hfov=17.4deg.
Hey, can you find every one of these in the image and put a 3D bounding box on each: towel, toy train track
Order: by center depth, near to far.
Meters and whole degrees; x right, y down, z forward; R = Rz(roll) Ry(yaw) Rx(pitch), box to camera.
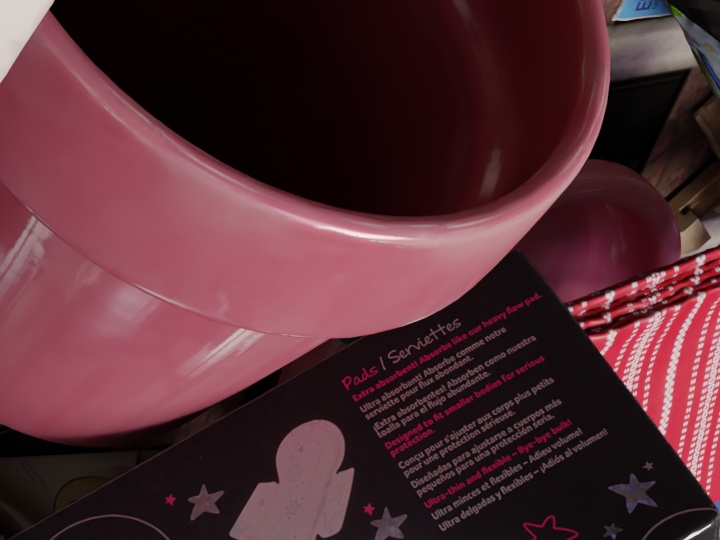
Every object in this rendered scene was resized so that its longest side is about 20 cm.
[{"bbox_3d":[0.107,0.057,0.896,0.199,0.022,0.145,-20,137,-28],"label":"towel"},{"bbox_3d":[0.214,-0.073,1.062,0.200,0.033,0.115,-42,148,3],"label":"toy train track"}]

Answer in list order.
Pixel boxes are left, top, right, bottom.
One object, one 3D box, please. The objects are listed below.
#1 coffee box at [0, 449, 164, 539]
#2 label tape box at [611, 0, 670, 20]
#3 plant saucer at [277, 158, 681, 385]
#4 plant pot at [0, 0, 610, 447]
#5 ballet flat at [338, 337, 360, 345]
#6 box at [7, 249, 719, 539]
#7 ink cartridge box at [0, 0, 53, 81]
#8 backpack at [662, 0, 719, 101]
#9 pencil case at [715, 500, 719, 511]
[{"bbox_3d":[-0.104,0.136,0.920,0.199,0.113,0.080,1,130,-47],"label":"coffee box"},{"bbox_3d":[0.176,-0.178,0.862,0.199,0.066,0.144,-15,141,-28],"label":"label tape box"},{"bbox_3d":[0.042,0.025,0.991,0.200,0.051,0.201,-26,145,-20],"label":"plant saucer"},{"bbox_3d":[-0.056,-0.046,0.687,0.199,0.201,0.179,-10,154,-38],"label":"plant pot"},{"bbox_3d":[0.000,0.000,0.852,0.199,0.071,0.071,31,109,-28],"label":"ballet flat"},{"bbox_3d":[-0.001,0.109,0.734,0.199,0.115,0.132,-29,151,-10],"label":"box"},{"bbox_3d":[-0.170,-0.061,0.572,0.084,0.145,0.200,9,124,-51],"label":"ink cartridge box"},{"bbox_3d":[0.189,-0.092,0.813,0.163,0.154,0.200,-41,160,-5],"label":"backpack"},{"bbox_3d":[0.099,0.086,1.003,0.078,0.087,0.199,-33,154,34],"label":"pencil case"}]
